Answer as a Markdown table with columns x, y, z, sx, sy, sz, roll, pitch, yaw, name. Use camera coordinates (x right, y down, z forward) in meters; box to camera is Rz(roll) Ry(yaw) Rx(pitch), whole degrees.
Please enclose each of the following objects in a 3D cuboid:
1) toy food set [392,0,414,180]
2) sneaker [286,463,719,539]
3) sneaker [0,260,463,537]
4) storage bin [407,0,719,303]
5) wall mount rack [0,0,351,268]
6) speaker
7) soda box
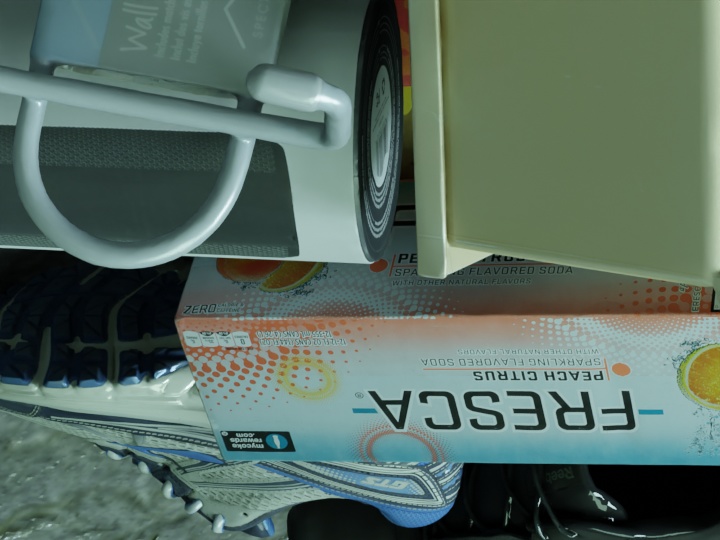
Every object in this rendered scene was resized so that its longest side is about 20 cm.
| x | y | z | sx | sy | sz | roll | pitch | yaw | name |
| --- | --- | --- | --- | --- | --- | --- | --- | --- | --- |
| -0.005 | -0.069 | 0.789 | 0.198 | 0.049 | 0.200 | 23 | 136 | -9 | toy food set |
| 0.064 | 0.077 | 0.915 | 0.200 | 0.076 | 0.091 | -12 | 167 | 16 | sneaker |
| -0.055 | 0.054 | 0.895 | 0.200 | 0.077 | 0.085 | 7 | 124 | 20 | sneaker |
| 0.105 | -0.114 | 0.691 | 0.198 | 0.094 | 0.200 | -25 | 117 | -49 | storage bin |
| -0.076 | -0.108 | 0.663 | 0.173 | 0.200 | 0.075 | 10 | 170 | 4 | wall mount rack |
| -0.091 | -0.046 | 0.739 | 0.200 | 0.081 | 0.081 | 3 | 147 | 9 | speaker |
| 0.050 | 0.015 | 0.780 | 0.200 | 0.064 | 0.068 | 0 | 134 | 16 | soda box |
